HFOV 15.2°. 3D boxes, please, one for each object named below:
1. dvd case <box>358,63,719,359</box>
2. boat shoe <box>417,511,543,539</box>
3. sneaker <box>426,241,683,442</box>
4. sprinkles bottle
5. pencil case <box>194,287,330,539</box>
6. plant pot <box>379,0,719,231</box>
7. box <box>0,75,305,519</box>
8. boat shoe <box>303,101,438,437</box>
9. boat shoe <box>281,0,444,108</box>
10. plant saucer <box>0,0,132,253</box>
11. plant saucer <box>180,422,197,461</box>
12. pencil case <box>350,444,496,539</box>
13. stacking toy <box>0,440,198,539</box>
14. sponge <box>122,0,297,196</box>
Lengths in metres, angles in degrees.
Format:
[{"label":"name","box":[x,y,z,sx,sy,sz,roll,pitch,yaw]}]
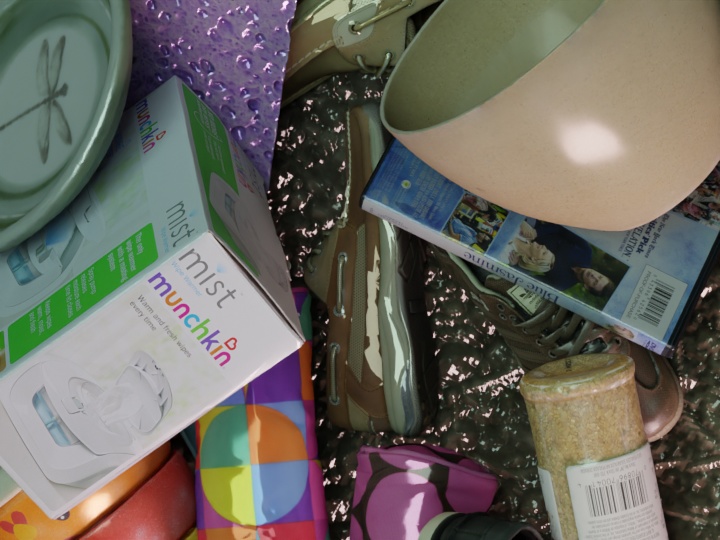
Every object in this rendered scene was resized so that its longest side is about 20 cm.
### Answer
[{"label":"dvd case","box":[0.117,-0.052,1.557,0.199,0.018,0.143,26,64,5]},{"label":"boat shoe","box":[0.091,0.228,1.514,0.063,0.074,0.202,1,118,42]},{"label":"sneaker","box":[0.103,0.025,1.574,0.200,0.076,0.070,45,98,14]},{"label":"sprinkles bottle","box":[0.142,0.150,1.533,0.068,0.068,0.201,-10,99,14]},{"label":"pencil case","box":[-0.061,0.109,1.579,0.088,0.088,0.201,-4,86,15]},{"label":"plant pot","box":[0.129,-0.101,1.483,0.200,0.200,0.134,-41,109,9]},{"label":"box","box":[-0.134,0.012,1.512,0.176,0.200,0.097,-35,118,11]},{"label":"boat shoe","box":[0.000,0.000,1.607,0.071,0.076,0.201,-6,83,17]},{"label":"boat shoe","box":[0.011,-0.148,1.614,0.200,0.071,0.065,-37,81,12]},{"label":"plant saucer","box":[-0.187,-0.097,1.535,0.199,0.050,0.201,-20,59,38]},{"label":"plant saucer","box":[-0.107,0.036,1.661,0.070,0.019,0.201,-33,79,11]},{"label":"pencil case","box":[0.038,0.202,1.569,0.093,0.091,0.201,4,88,-25]},{"label":"stacking toy","box":[-0.130,0.167,1.617,0.146,0.146,0.200,-40,93,9]},{"label":"sponge","box":[-0.096,-0.134,1.571,0.111,0.030,0.201,5,116,-11]}]
